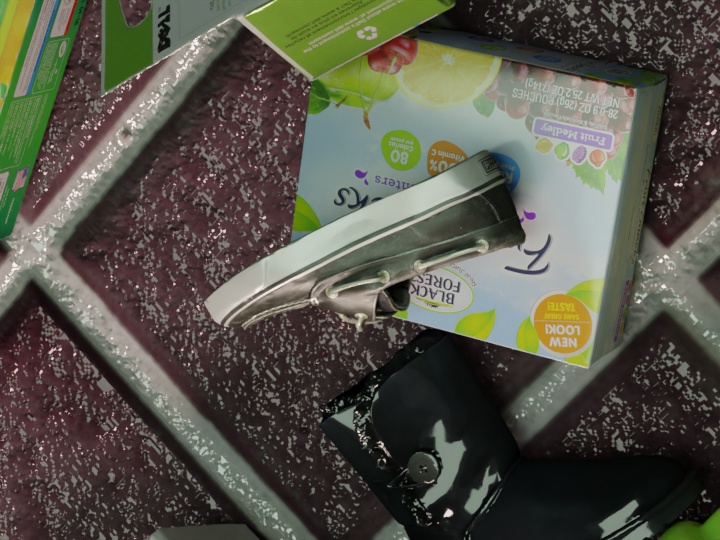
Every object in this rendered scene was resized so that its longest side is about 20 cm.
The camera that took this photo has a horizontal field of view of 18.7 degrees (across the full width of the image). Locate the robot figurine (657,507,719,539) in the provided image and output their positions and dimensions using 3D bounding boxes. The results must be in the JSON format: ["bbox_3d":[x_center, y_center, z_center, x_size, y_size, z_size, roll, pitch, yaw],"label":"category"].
[{"bbox_3d":[0.181,0.226,1.252,0.175,0.116,0.200,34,106,-34],"label":"robot figurine"}]

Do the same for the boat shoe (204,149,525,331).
[{"bbox_3d":[0.000,0.000,1.248,0.200,0.071,0.064,-25,90,27],"label":"boat shoe"}]

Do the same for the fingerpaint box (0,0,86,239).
[{"bbox_3d":[-0.281,-0.139,1.417,0.167,0.073,0.200,26,110,16],"label":"fingerpaint box"}]

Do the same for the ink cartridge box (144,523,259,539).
[{"bbox_3d":[-0.074,0.273,1.366,0.200,0.087,0.146,40,115,38],"label":"ink cartridge box"}]

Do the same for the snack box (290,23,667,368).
[{"bbox_3d":[0.065,-0.050,1.282,0.200,0.068,0.169,16,108,23],"label":"snack box"}]

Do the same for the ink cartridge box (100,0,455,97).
[{"bbox_3d":[-0.053,-0.181,1.264,0.200,0.076,0.148,-26,49,27],"label":"ink cartridge box"}]

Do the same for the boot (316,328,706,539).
[{"bbox_3d":[0.083,0.108,1.302,0.200,0.076,0.168,-30,91,33],"label":"boot"}]
